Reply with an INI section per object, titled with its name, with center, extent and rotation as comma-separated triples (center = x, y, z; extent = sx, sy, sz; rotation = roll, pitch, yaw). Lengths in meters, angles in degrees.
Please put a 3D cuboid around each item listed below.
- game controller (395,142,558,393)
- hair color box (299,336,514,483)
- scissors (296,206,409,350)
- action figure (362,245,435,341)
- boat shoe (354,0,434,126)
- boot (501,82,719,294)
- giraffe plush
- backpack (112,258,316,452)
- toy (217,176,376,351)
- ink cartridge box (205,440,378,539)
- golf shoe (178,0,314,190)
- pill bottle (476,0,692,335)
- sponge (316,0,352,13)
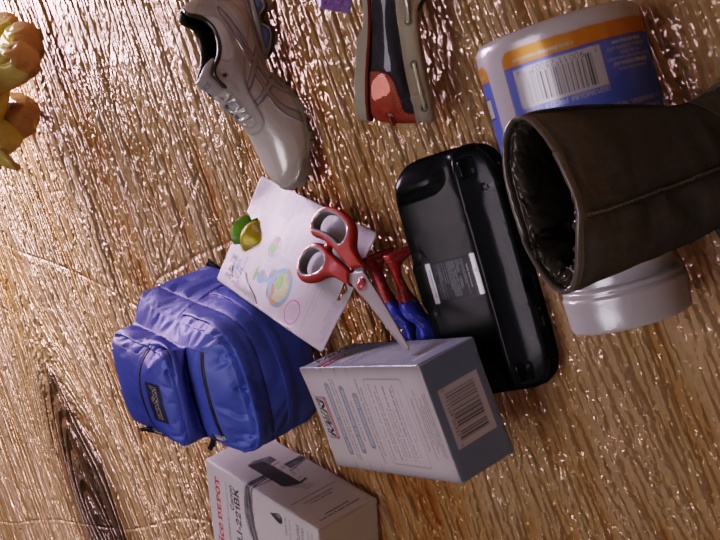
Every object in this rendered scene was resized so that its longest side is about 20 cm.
[game controller]
center = 0.091, 0.002, 0.867
extent = 0.104, 0.042, 0.202
rotation = -13, 94, 44
[hair color box]
center = 0.033, 0.114, 0.904
extent = 0.200, 0.060, 0.100
rotation = -10, 102, 59
[scissors]
center = 0.000, 0.000, 0.911
extent = 0.200, 0.014, 0.074
rotation = 33, 96, 55
[action figure]
center = 0.061, 0.076, 0.935
extent = 0.065, 0.051, 0.201
rotation = -7, 102, 57
[boat shoe]
center = 0.032, -0.214, 0.839
extent = 0.062, 0.071, 0.202
rotation = 4, 96, 11
[boot]
center = 0.186, -0.023, 0.617
extent = 0.072, 0.199, 0.183
rotation = -33, 79, 48
[giraffe plush]
center = -0.486, -0.217, 1.408
extent = 0.173, 0.199, 0.163
rotation = -107, -2, -51
[backpack]
center = -0.143, 0.104, 1.103
extent = 0.199, 0.167, 0.164
rotation = 12, 125, 46
[toy]
center = -0.055, -0.007, 1.029
extent = 0.200, 0.047, 0.116
rotation = 28, 95, 46
[ink cartridge box]
center = -0.074, 0.283, 1.156
extent = 0.199, 0.083, 0.145
rotation = 20, 120, 46
[golf shoe]
center = -0.112, -0.164, 1.009
extent = 0.078, 0.097, 0.201
rotation = -20, 91, 50
[pill bottle]
center = 0.154, -0.065, 0.712
extent = 0.112, 0.112, 0.202
rotation = -11, 97, 52
[sponge]
center = -0.008, -0.313, 0.823
extent = 0.112, 0.030, 0.201
rotation = -91, 9, -58
